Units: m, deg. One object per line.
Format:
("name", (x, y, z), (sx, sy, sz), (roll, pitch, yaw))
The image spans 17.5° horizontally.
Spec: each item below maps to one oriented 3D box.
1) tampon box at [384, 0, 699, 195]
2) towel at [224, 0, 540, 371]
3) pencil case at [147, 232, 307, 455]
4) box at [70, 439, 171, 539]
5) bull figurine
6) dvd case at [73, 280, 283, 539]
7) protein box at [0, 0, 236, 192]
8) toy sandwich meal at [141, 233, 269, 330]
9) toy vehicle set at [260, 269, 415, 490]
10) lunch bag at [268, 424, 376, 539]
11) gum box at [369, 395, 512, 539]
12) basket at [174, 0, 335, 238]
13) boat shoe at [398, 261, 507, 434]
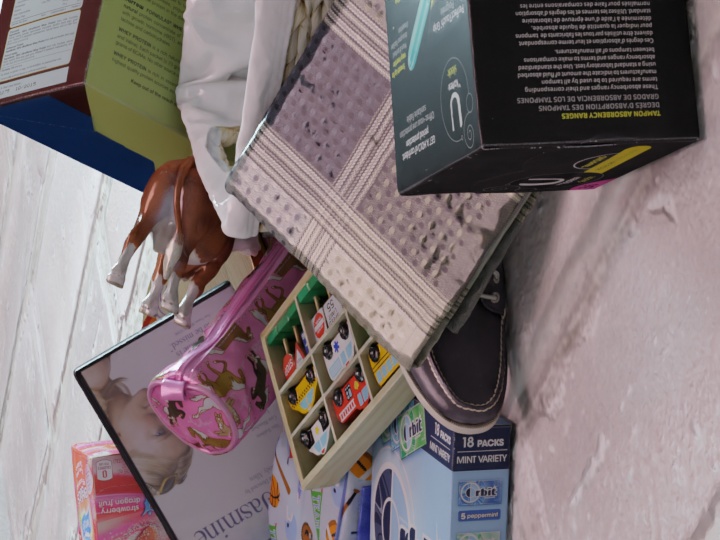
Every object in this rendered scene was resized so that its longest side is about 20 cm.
("tampon box", (0.092, -0.151, 1.270), (0.150, 0.126, 0.201), (155, 112, -72))
("towel", (0.023, -0.066, 1.461), (0.200, 0.034, 0.193), (46, 115, 27))
("pencil case", (-0.079, 0.048, 1.764), (0.200, 0.086, 0.083), (-55, 10, -33))
("box", (-0.128, 0.185, 1.903), (0.095, 0.199, 0.103), (-173, 77, -73))
("bull figurine", (-0.127, -0.023, 1.740), (0.200, 0.065, 0.122), (51, -119, -73))
("dvd case", (-0.116, 0.129, 1.830), (0.201, 0.142, 0.018), (60, 179, -9))
("protein box", (-0.163, -0.187, 1.796), (0.134, 0.198, 0.201), (-7, 66, 43))
("toy sandwich meal", (-0.124, 0.034, 1.907), (0.204, 0.070, 0.206), (-8, 77, 41))
("toy vehicle set", (-0.008, 0.052, 1.603), (0.200, 0.026, 0.125), (-53, 48, 51))
("lunch bag", (-0.011, 0.172, 1.739), (0.160, 0.075, 0.201), (-125, 37, -57))
("gum box", (0.051, 0.182, 1.579), (0.170, 0.044, 0.201), (-149, 59, -71))
("basket", (-0.029, -0.156, 1.616), (0.199, 0.160, 0.201), (-115, 27, -52))
("boat shoe", (0.058, 0.005, 1.493), (0.063, 0.072, 0.201), (115, 152, -58))
